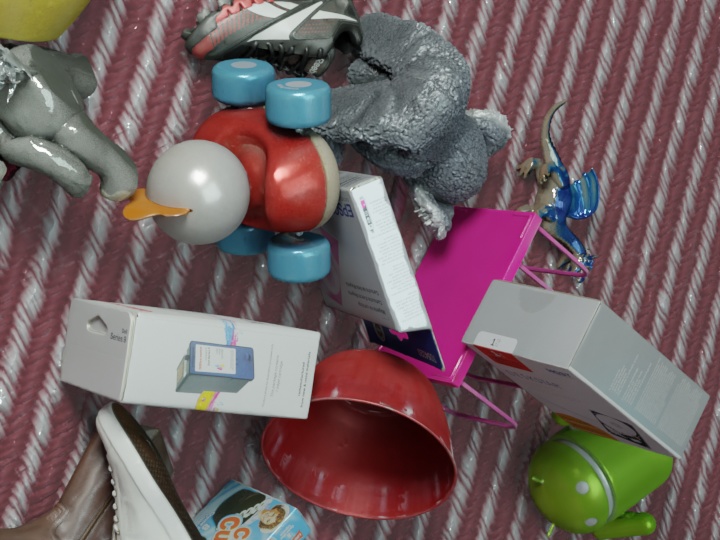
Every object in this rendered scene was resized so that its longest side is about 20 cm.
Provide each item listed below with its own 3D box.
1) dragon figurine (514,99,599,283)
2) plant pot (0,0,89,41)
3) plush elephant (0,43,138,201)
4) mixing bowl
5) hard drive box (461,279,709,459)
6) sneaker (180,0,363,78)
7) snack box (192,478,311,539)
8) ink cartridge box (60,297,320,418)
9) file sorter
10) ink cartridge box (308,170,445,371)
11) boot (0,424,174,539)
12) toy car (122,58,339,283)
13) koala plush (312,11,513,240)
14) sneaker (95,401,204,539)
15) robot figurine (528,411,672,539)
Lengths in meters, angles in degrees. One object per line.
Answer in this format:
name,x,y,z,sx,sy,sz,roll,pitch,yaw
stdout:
dragon figurine,0.230,-0.088,1.796,0.099,0.059,0.201,5,91,-34
plant pot,-0.300,-0.280,1.370,0.199,0.200,0.143,1,113,-34
plush elephant,-0.316,-0.115,1.386,0.165,0.155,0.200,61,14,22
mixing bowl,0.006,0.151,1.604,0.200,0.200,0.109,41,41,-28
hard drive box,0.226,0.097,1.588,0.200,0.156,0.077,38,75,-34
sneaker,-0.078,-0.232,1.564,0.200,0.071,0.098,-20,83,-32
snack box,-0.152,0.295,1.529,0.200,0.116,0.037,-46,123,-23
ink cartridge box,-0.162,0.082,1.493,0.199,0.145,0.088,11,88,-35
file sorter,0.135,0.052,1.697,0.125,0.139,0.201,37,73,-33
ink cartridge box,0.000,0.000,1.563,0.043,0.196,0.201,-22,103,-18
boot,-0.279,0.204,1.473,0.186,0.064,0.200,46,69,-35
toy car,-0.139,-0.082,1.466,0.199,0.177,0.185,-14,116,-36
koala plush,0.066,-0.137,1.631,0.178,0.183,0.200,-57,131,-17
sneaker,-0.208,0.222,1.457,0.084,0.073,0.201,-26,94,5
robot figurine,0.274,0.222,1.811,0.199,0.115,0.176,-29,110,-29
